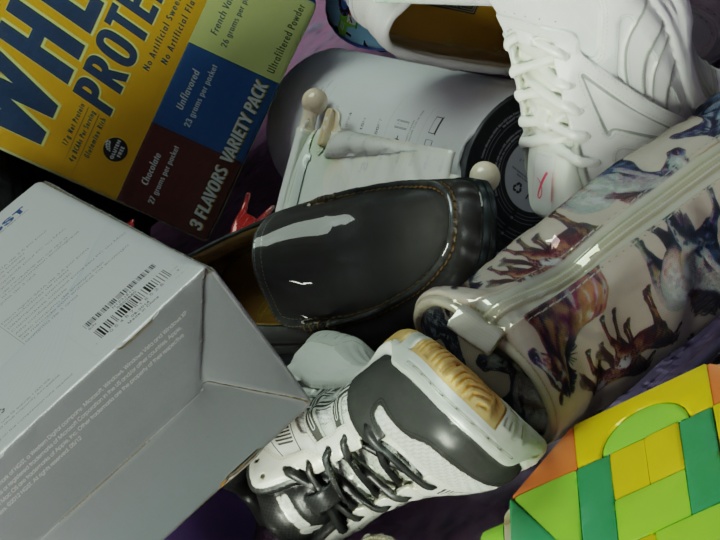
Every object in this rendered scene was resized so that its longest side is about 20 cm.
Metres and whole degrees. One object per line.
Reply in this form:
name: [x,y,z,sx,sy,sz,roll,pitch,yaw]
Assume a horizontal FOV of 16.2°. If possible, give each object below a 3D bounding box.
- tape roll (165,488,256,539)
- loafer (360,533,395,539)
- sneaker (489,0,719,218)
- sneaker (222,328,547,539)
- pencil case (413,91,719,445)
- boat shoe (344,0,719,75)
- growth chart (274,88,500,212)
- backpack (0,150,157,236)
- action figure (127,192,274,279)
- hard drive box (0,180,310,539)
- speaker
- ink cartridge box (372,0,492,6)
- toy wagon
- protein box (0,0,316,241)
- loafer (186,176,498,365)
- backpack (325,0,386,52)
tape roll: [-0.151,0.123,1.127,0.200,0.085,0.200,-28,26,15]
loafer: [-0.057,0.160,0.965,0.200,0.068,0.076,-35,25,-1]
sneaker: [0.096,-0.072,1.052,0.078,0.200,0.099,22,74,50]
sneaker: [0.004,0.077,0.999,0.088,0.076,0.200,-48,11,-15]
pencil case: [0.114,-0.010,1.004,0.200,0.090,0.078,-36,56,-20]
boat shoe: [0.091,-0.112,1.159,0.070,0.199,0.071,-113,38,-49]
growth chart: [0.000,0.000,1.155,0.200,0.018,0.145,25,100,60]
backpack: [-0.186,0.002,1.309,0.127,0.167,0.200,-65,21,17]
action figure: [-0.124,-0.014,1.193,0.065,0.200,0.099,-31,30,58]
hard drive box: [-0.135,0.054,1.036,0.156,0.077,0.200,-42,27,-12]
speaker: [0.031,-0.059,1.224,0.081,0.081,0.200,-43,26,-16]
ink cartridge box: [0.091,-0.183,1.152,0.199,0.050,0.161,2,42,-13]
toy wagon: [0.114,0.108,0.883,0.155,0.040,0.200,-27,26,17]
protein box: [-0.142,-0.134,1.333,0.199,0.200,0.135,-101,36,-77]
loafer: [-0.016,0.003,1.094,0.200,0.072,0.073,-27,57,52]
backpack: [0.069,-0.197,1.310,0.199,0.135,0.183,-12,30,9]
